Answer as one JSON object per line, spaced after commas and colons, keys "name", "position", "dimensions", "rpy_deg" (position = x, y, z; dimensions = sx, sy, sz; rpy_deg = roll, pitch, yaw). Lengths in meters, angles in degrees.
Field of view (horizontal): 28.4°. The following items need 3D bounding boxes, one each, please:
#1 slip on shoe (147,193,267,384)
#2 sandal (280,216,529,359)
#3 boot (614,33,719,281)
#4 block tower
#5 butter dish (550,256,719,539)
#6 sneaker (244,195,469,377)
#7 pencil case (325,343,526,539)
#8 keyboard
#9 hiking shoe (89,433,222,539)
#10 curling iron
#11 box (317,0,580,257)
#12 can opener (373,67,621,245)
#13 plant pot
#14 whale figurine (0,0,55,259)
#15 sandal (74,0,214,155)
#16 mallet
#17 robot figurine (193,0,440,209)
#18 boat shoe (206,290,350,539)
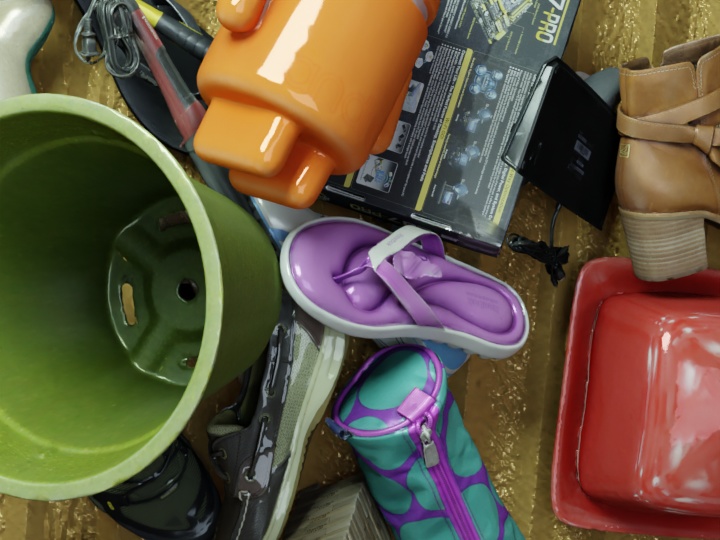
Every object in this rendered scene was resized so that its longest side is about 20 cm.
{"name": "slip on shoe", "position": [-0.120, -0.011, 0.933], "dimensions": [0.061, 0.076, 0.200], "rpy_deg": [-47, 112, -16]}
{"name": "sandal", "position": [0.037, 0.003, 0.908], "dimensions": [0.201, 0.050, 0.083], "rpy_deg": [13, 53, -37]}
{"name": "boot", "position": [0.262, -0.093, 1.018], "dimensions": [0.198, 0.077, 0.157], "rpy_deg": [-16, 109, -20]}
{"name": "block tower", "position": [-0.019, 0.190, 0.905], "dimensions": [0.057, 0.200, 0.055], "rpy_deg": [-21, 100, 8]}
{"name": "butter dish", "position": [0.252, 0.101, 1.009], "dimensions": [0.197, 0.148, 0.203], "rpy_deg": [7, 92, -16]}
{"name": "sneaker", "position": [0.000, 0.000, 0.966], "dimensions": [0.200, 0.072, 0.073], "rpy_deg": [41, 96, -21]}
{"name": "pencil case", "position": [0.052, 0.151, 0.959], "dimensions": [0.085, 0.092, 0.201], "rpy_deg": [-32, 118, -9]}
{"name": "keyboard", "position": [0.132, -0.059, 0.947], "dimensions": [0.020, 0.200, 0.128], "rpy_deg": [19, 89, 27]}
{"name": "hiking shoe", "position": [-0.160, 0.110, 0.912], "dimensions": [0.076, 0.101, 0.200], "rpy_deg": [-43, 103, -9]}
{"name": "curling iron", "position": [-0.112, -0.084, 0.883], "dimensions": [0.049, 0.025, 0.201], "rpy_deg": [-40, 114, -17]}
{"name": "box", "position": [0.048, -0.130, 0.953], "dimensions": [0.159, 0.049, 0.202], "rpy_deg": [17, 82, 6]}
{"name": "can opener", "position": [0.098, -0.086, 0.990], "dimensions": [0.199, 0.067, 0.054], "rpy_deg": [-30, 71, -16]}
{"name": "plant pot", "position": [-0.130, 0.013, 0.795], "dimensions": [0.198, 0.190, 0.203], "rpy_deg": [0, 90, 19]}
{"name": "whale figurine", "position": [-0.235, -0.073, 0.888], "dimensions": [0.157, 0.104, 0.202], "rpy_deg": [1, 69, 18]}
{"name": "sandal", "position": [-0.140, -0.155, 0.932], "dimensions": [0.076, 0.043, 0.201], "rpy_deg": [-40, 103, -10]}
{"name": "mallet", "position": [-0.133, -0.159, 0.884], "dimensions": [0.199, 0.066, 0.041], "rpy_deg": [32, 95, -5]}
{"name": "robot figurine", "position": [-0.022, -0.138, 0.856], "dimensions": [0.143, 0.117, 0.202], "rpy_deg": [29, 78, -13]}
{"name": "boat shoe", "position": [-0.069, 0.107, 0.917], "dimensions": [0.065, 0.072, 0.203], "rpy_deg": [19, 94, -19]}
